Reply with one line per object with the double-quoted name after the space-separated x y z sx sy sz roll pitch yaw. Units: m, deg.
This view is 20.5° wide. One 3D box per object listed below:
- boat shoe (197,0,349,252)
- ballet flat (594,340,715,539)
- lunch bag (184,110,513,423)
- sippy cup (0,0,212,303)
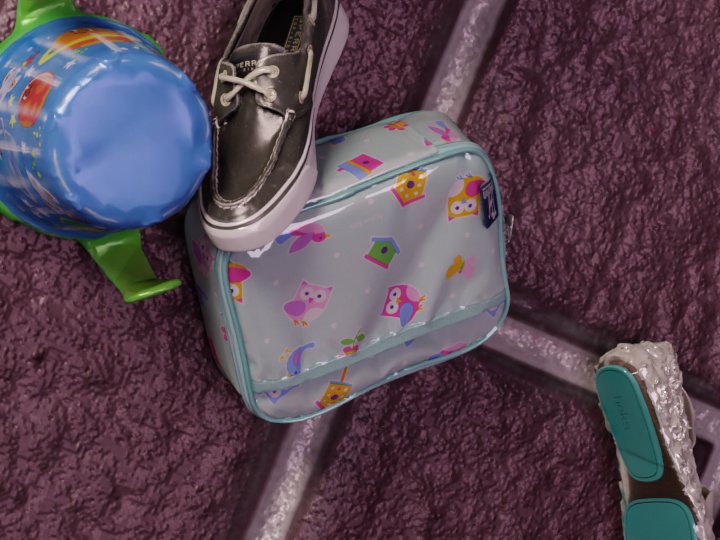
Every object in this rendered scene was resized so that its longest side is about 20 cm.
-0.059 -0.103 1.163 0.064 0.070 0.201 62 33 -48 "boat shoe"
0.213 0.140 1.360 0.071 0.072 0.201 -17 104 -20 "ballet flat"
0.000 0.000 1.226 0.199 0.077 0.161 -20 121 -17 "lunch bag"
-0.147 -0.078 1.139 0.178 0.130 0.140 39 83 -23 "sippy cup"
